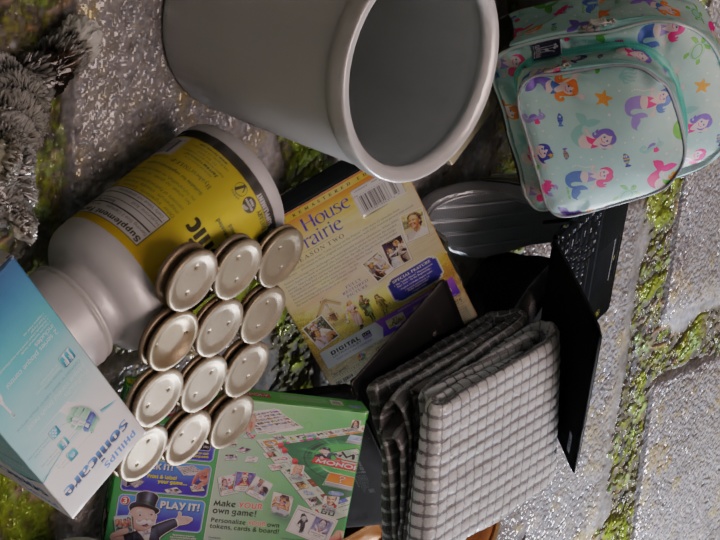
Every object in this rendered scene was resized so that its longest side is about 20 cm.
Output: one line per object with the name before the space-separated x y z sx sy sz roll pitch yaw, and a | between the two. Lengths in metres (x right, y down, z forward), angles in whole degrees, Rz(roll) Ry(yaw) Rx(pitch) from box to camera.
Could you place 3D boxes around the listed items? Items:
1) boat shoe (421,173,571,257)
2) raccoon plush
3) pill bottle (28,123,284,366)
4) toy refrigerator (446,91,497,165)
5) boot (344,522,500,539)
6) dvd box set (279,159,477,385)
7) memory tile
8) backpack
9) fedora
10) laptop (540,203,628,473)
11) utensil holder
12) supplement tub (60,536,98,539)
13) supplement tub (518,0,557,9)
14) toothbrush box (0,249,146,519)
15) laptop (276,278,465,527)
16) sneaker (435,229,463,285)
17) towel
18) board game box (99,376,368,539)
boat shoe | 0.132 -0.057 1.679 0.199 0.062 0.072 -1 117 -31
raccoon plush | -0.220 -0.106 1.188 0.200 0.134 0.097 -50 137 -20
pill bottle | -0.160 -0.012 1.324 0.200 0.111 0.112 -41 134 -29
toy refrigerator | 0.042 -0.184 1.511 0.076 0.070 0.200 -53 138 -18
boot | 0.054 0.246 1.727 0.200 0.073 0.155 -46 133 -28
dvd box set | 0.000 0.000 1.518 0.146 0.029 0.200 -31 127 -2
memory tile | -0.115 0.060 1.331 0.153 0.017 0.201 -17 133 -51
backpack | 0.220 -0.148 1.539 0.199 0.151 0.178 -14 121 6
fedora | 0.151 0.041 1.714 0.200 0.091 0.201 -42 150 -31
laptop | 0.216 0.042 1.598 0.200 0.103 0.178 -39 147 -37
utensil holder | -0.026 -0.173 1.332 0.170 0.199 0.171 -25 125 -42
supplement tub | -0.174 0.294 1.426 0.200 0.140 0.141 25 88 -51
supplement tub | 0.211 -0.208 1.654 0.122 0.122 0.201 -36 131 -33
toothbrush box | -0.257 0.060 1.215 0.085 0.146 0.200 -49 137 -21
laptop | 0.000 0.124 1.575 0.116 0.199 0.188 -81 156 -44
sneaker | 0.061 0.037 1.630 0.074 0.079 0.201 -45 137 -28
towel | 0.089 0.140 1.537 0.200 0.085 0.166 -27 128 -43
board game box | -0.102 0.163 1.453 0.199 0.029 0.135 8 103 -15
